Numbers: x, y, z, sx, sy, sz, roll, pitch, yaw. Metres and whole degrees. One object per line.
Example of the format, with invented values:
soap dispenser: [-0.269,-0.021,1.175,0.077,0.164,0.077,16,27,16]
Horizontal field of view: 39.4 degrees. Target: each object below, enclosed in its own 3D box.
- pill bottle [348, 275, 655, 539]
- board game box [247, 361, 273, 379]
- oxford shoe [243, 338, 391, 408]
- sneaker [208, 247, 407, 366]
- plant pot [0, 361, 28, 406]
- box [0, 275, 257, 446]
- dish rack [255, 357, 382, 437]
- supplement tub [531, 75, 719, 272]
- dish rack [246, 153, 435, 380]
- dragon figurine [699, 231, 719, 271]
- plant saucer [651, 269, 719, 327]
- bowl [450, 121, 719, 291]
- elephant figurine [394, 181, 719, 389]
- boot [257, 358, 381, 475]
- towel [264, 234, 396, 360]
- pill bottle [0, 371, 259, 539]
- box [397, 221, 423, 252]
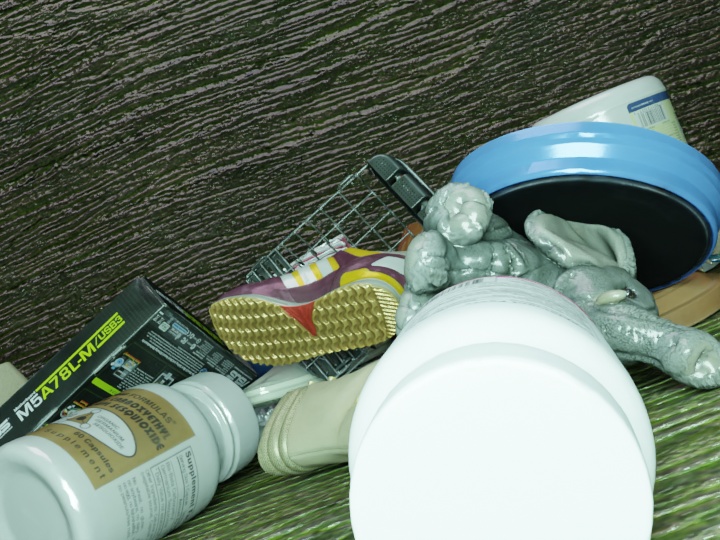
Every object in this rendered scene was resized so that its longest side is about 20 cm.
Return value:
pill bottle: [0.057,0.066,0.409,0.113,0.113,0.200,-22,1,10]
board game box: [-0.076,0.096,1.092,0.158,0.039,0.200,-44,-28,19]
oxford shoe: [-0.047,0.082,0.969,0.075,0.058,0.200,-20,3,44]
sneaker: [-0.035,0.027,0.868,0.200,0.075,0.090,-6,26,31]
plant pot: [-0.387,0.200,0.957,0.200,0.177,0.200,-21,1,36]
box: [-0.203,0.117,0.869,0.193,0.048,0.200,-43,-28,-2]
dish rack: [-0.044,0.133,0.952,0.200,0.044,0.172,-21,2,45]
supplement tub: [0.273,-0.081,1.030,0.145,0.200,0.145,-22,1,1]
dish rack: [0.000,0.000,0.925,0.200,0.153,0.055,-42,-22,3]
dragon figurine: [0.306,-0.034,0.841,0.200,0.059,0.099,-3,5,20]
plant saucer: [0.206,0.041,0.843,0.200,0.032,0.200,-22,0,0]
bowl: [0.162,-0.035,0.738,0.200,0.039,0.201,6,-27,3]
elephant figurine: [0.131,0.027,0.662,0.200,0.142,0.155,11,51,12]
boot: [0.024,0.091,0.787,0.155,0.073,0.200,-21,12,41]
towel: [-0.037,0.060,1.142,0.146,0.200,0.030,-33,43,2]
pill bottle: [-0.174,0.151,0.774,0.114,0.114,0.200,-21,1,37]
box: [0.090,0.018,1.045,0.097,0.125,0.200,17,-3,-6]
